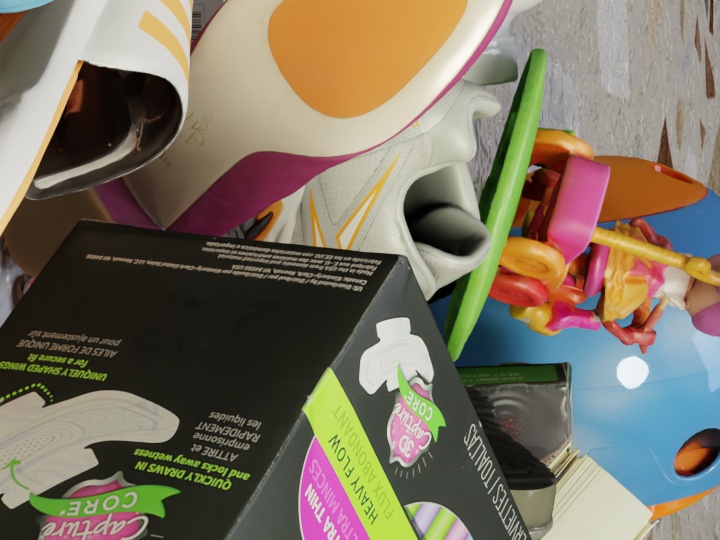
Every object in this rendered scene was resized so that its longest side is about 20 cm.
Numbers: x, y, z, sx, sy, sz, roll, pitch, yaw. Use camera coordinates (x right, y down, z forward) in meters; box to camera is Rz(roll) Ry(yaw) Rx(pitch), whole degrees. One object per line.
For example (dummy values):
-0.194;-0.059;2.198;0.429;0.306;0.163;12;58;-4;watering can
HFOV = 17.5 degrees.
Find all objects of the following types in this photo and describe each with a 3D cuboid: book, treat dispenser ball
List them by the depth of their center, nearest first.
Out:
0.030;0.173;0.974;0.200;0.048;0.134;-48;175;-18;book
0.133;0.038;1.280;0.201;0.199;0.203;1;90;-74;treat dispenser ball

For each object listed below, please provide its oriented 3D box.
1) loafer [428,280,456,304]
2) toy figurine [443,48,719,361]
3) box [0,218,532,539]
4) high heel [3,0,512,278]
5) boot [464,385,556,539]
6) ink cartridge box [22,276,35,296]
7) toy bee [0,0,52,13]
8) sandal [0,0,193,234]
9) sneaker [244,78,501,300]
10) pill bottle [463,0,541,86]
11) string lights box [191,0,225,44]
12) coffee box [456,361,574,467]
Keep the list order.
-0.007;-0.013;1.056;0.200;0.073;0.071;30;36;-82;loafer
0.142;0.003;1.108;0.200;0.183;0.151;107;0;-73;toy figurine
-0.056;0.110;0.664;0.201;0.123;0.149;-57;138;-33;box
-0.023;-0.054;0.780;0.068;0.199;0.096;56;23;5;high heel
0.009;0.148;0.838;0.182;0.072;0.202;-126;-138;-72;boot
-0.066;0.095;0.839;0.116;0.067;0.202;-28;117;-72;ink cartridge box
-0.115;-0.113;0.644;0.199;0.108;0.132;-27;129;-44;toy bee
-0.090;-0.042;0.700;0.059;0.079;0.208;41;40;-22;sandal
0.000;0.000;0.892;0.076;0.091;0.201;-56;163;-45;sneaker
0.038;-0.189;1.105;0.111;0.110;0.202;-31;121;-71;pill bottle
-0.045;-0.120;0.915;0.200;0.058;0.104;-35;125;-70;string lights box
0.047;0.146;1.128;0.044;0.122;0.202;-77;165;-75;coffee box
